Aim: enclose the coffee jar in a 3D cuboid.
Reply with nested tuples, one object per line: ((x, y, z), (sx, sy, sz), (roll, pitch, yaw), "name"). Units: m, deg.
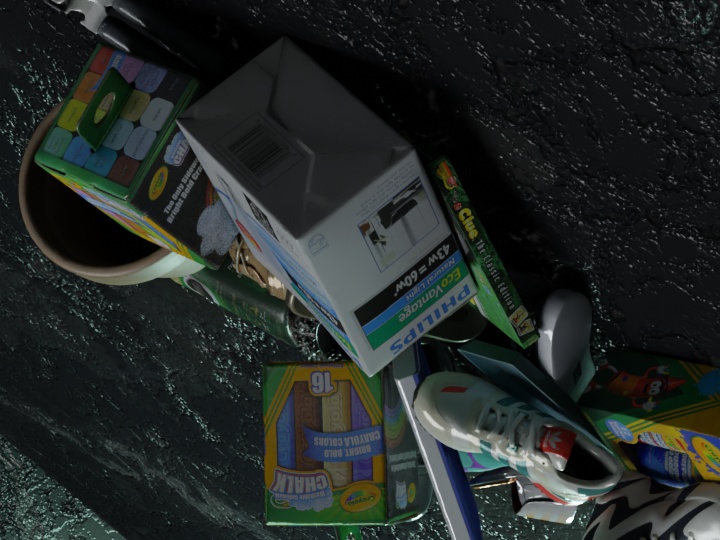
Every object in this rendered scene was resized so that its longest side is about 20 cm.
((-0.129, -0.005, 1.950), (0.200, 0.085, 0.104), (28, 165, 19), "coffee jar")

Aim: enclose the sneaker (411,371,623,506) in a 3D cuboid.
((0.144, 0.142, 1.652), (0.200, 0.070, 0.093), (31, 159, -14), "sneaker")

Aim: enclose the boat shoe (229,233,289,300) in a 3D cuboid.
((-0.093, -0.014, 1.783), (0.064, 0.071, 0.200), (-3, -167, -6), "boat shoe")

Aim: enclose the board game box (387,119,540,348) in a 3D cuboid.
((0.083, -0.031, 1.581), (0.105, 0.023, 0.200), (38, 161, 57), "board game box")

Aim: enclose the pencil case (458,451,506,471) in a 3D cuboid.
((0.145, 0.153, 1.865), (0.092, 0.085, 0.200), (27, 161, -16), "pencil case")

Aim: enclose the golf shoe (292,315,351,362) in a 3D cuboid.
((-0.020, 0.060, 1.918), (0.078, 0.095, 0.200), (21, 145, 10), "golf shoe")

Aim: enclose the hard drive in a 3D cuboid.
((0.072, 0.163, 1.753), (0.132, 0.025, 0.200), (-93, -16, -72), "hard drive")

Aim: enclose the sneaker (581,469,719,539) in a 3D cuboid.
((0.260, 0.248, 1.624), (0.199, 0.130, 0.079), (11, 148, 49), "sneaker")

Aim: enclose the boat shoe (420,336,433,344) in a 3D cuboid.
((0.000, 0.000, 1.790), (0.059, 0.072, 0.200), (4, 148, 49), "boat shoe")

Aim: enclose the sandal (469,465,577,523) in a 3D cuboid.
((0.207, 0.210, 1.781), (0.206, 0.059, 0.079), (-5, 173, 6), "sandal")

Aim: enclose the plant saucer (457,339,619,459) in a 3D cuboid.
((0.167, 0.118, 1.680), (0.070, 0.019, 0.200), (14, 161, 47), "plant saucer")

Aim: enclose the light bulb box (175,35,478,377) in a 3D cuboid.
((-0.026, -0.053, 1.573), (0.198, 0.125, 0.200), (45, 168, 40), "light bulb box")

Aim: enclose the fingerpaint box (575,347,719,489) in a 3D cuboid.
((0.311, 0.167, 1.659), (0.167, 0.073, 0.200), (10, 147, 48), "fingerpaint box")

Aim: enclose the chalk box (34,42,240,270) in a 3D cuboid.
((-0.186, -0.108, 1.629), (0.124, 0.125, 0.200), (23, 169, 35), "chalk box")

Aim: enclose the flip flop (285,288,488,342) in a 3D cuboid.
((0.030, 0.032, 1.711), (0.200, 0.081, 0.058), (15, -154, -21), "flip flop")

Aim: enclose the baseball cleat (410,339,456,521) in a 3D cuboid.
((0.053, 0.151, 1.886), (0.070, 0.200, 0.106), (-4, 174, -31), "baseball cleat")

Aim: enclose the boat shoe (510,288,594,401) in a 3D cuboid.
((0.166, 0.066, 1.684), (0.068, 0.072, 0.200), (26, 164, 21), "boat shoe")

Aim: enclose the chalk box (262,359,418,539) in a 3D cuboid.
((-0.017, 0.187, 1.808), (0.124, 0.200, 0.124), (-1, 176, 16), "chalk box")

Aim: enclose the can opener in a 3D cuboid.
((-0.206, -0.225, 1.679), (0.200, 0.053, 0.066), (34, -167, 9), "can opener")

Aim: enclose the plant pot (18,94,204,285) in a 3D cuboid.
((-0.210, -0.068, 1.839), (0.200, 0.200, 0.175), (28, 174, 20), "plant pot")
